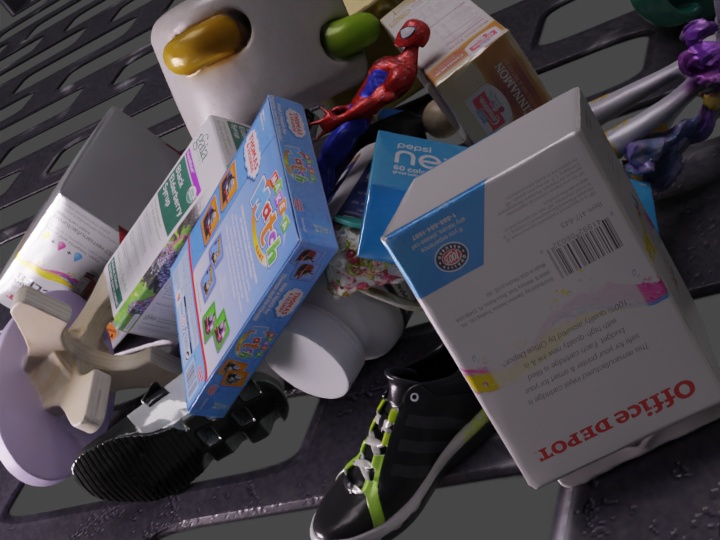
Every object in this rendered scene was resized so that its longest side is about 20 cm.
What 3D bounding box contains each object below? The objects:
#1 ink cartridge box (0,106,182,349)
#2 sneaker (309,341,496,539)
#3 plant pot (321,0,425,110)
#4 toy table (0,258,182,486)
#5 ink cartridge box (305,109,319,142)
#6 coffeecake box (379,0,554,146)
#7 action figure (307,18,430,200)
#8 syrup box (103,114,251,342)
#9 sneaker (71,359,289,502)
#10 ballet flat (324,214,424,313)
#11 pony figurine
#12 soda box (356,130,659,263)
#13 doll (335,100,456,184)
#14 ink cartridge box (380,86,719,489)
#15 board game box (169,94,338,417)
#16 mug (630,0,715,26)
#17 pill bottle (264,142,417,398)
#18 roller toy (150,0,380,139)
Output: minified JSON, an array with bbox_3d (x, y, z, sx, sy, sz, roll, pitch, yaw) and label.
[{"bbox_3d":[-0.267,-0.032,1.205,0.200,0.144,0.146,-43,21,42],"label":"ink cartridge box"},{"bbox_3d":[0.028,0.102,0.782,0.200,0.083,0.072,-44,28,-10],"label":"sneaker"},{"bbox_3d":[-0.001,-0.271,1.264,0.193,0.196,0.201,-31,38,13],"label":"plant pot"},{"bbox_3d":[-0.262,0.087,1.075,0.117,0.182,0.203,-34,51,37],"label":"toy table"},{"bbox_3d":[-0.124,-0.050,1.164,0.200,0.043,0.199,-46,20,32],"label":"ink cartridge box"},{"bbox_3d":[0.106,-0.151,0.983,0.073,0.154,0.201,-36,28,6],"label":"coffeecake box"},{"bbox_3d":[-0.010,-0.114,0.911,0.201,0.052,0.065,-50,4,15],"label":"action figure"},{"bbox_3d":[-0.144,-0.032,1.022,0.200,0.081,0.079,-50,44,30],"label":"syrup box"},{"bbox_3d":[-0.151,0.127,0.977,0.197,0.075,0.089,-24,30,6],"label":"sneaker"},{"bbox_3d":[0.063,0.000,0.856,0.196,0.065,0.076,6,8,-6],"label":"ballet flat"},{"bbox_3d":[0.260,-0.144,0.814,0.199,0.167,0.193,-39,13,15],"label":"pony figurine"},{"bbox_3d":[0.100,-0.035,0.795,0.196,0.065,0.068,10,39,-1],"label":"soda box"},{"bbox_3d":[0.012,-0.120,1.162,0.198,0.049,0.137,-27,31,22],"label":"doll"},{"bbox_3d":[0.123,0.018,0.692,0.127,0.202,0.125,-27,13,18],"label":"ink cartridge box"},{"bbox_3d":[-0.089,-0.008,0.883,0.201,0.036,0.153,-55,36,37],"label":"board game box"},{"bbox_3d":[0.283,-0.280,1.003,0.185,0.115,0.152,-42,29,-4],"label":"mug"},{"bbox_3d":[0.000,0.000,0.935,0.110,0.111,0.201,-7,41,44],"label":"pill bottle"},{"bbox_3d":[-0.098,-0.207,1.069,0.198,0.142,0.182,-27,9,-19],"label":"roller toy"}]
